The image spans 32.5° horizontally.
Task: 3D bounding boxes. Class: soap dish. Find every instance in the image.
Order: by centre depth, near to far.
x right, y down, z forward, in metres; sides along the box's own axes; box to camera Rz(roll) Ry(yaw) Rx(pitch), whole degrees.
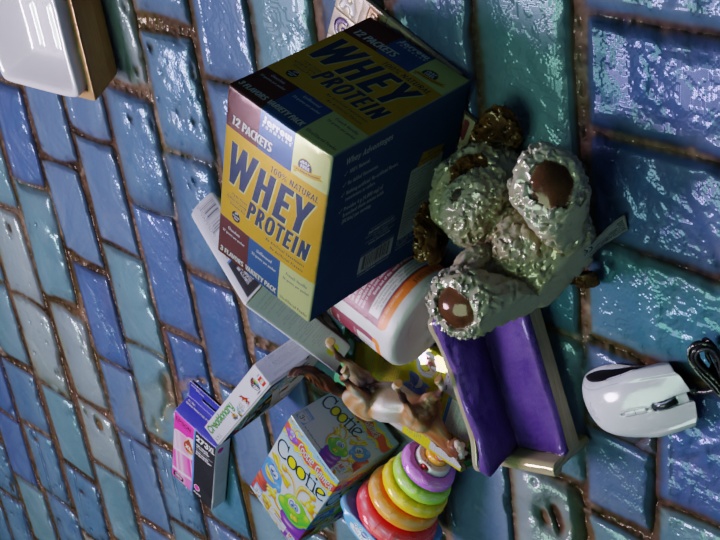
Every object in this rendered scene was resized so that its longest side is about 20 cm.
[{"bbox_3d":[-0.403,-0.314,1.598,0.199,0.081,0.159,18,128,41],"label":"soap dish"}]

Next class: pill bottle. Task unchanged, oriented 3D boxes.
[{"bbox_3d":[0.000,0.000,1.328,0.199,0.114,0.115,38,139,27],"label":"pill bottle"}]

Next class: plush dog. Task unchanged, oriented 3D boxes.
[{"bbox_3d":[0.133,-0.051,1.150,0.172,0.160,0.201,50,117,33],"label":"plush dog"}]

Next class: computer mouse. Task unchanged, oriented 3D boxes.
[{"bbox_3d":[0.278,0.125,1.157,0.199,0.044,0.111,-16,104,52],"label":"computer mouse"}]

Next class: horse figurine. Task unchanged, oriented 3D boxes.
[{"bbox_3d":[0.025,0.134,1.311,0.198,0.050,0.133,15,152,23],"label":"horse figurine"}]

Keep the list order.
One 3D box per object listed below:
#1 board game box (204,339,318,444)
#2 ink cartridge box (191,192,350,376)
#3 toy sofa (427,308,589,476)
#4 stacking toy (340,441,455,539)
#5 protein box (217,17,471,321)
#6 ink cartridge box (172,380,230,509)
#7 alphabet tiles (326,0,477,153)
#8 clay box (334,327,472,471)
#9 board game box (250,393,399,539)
[{"bbox_3d":[-0.111,0.139,1.547,0.035,0.126,0.200,51,143,8],"label":"board game box"},{"bbox_3d":[-0.086,0.023,1.389,0.200,0.047,0.198,39,-172,-39],"label":"ink cartridge box"},{"bbox_3d":[0.151,0.110,1.249,0.082,0.097,0.202,1,115,49],"label":"toy sofa"},{"bbox_3d":[0.072,0.242,1.450,0.116,0.109,0.201,45,127,18],"label":"stacking toy"},{"bbox_3d":[-0.019,-0.100,1.197,0.134,0.198,0.201,36,138,26],"label":"protein box"},{"bbox_3d":[-0.240,0.266,1.866,0.094,0.037,0.201,36,136,26],"label":"ink cartridge box"},{"bbox_3d":[0.032,-0.173,1.258,0.200,0.008,0.168,43,141,21],"label":"alphabet tiles"},{"bbox_3d":[0.062,0.121,1.380,0.199,0.047,0.116,32,120,33],"label":"clay box"},{"bbox_3d":[-0.049,0.247,1.565,0.105,0.102,0.201,51,143,18],"label":"board game box"}]
